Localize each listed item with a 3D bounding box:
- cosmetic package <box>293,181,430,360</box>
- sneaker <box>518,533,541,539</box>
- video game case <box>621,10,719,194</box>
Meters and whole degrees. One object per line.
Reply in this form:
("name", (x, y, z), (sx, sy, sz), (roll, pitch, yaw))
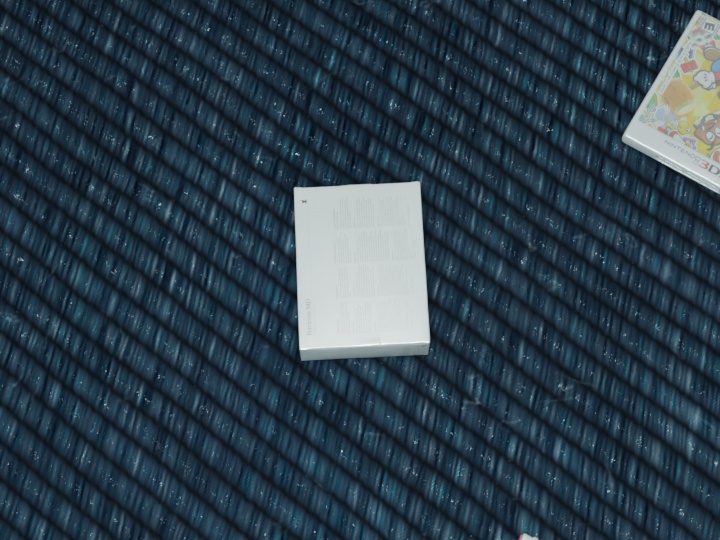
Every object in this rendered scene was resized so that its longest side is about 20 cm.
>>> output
("cosmetic package", (0.000, 0.000, 1.806), (0.149, 0.052, 0.202), (-2, 70, -2))
("sneaker", (0.213, 0.378, 1.656), (0.087, 0.074, 0.201), (-4, 65, 6))
("video game case", (0.442, -0.196, 1.889), (0.181, 0.023, 0.201), (30, 73, 10))
